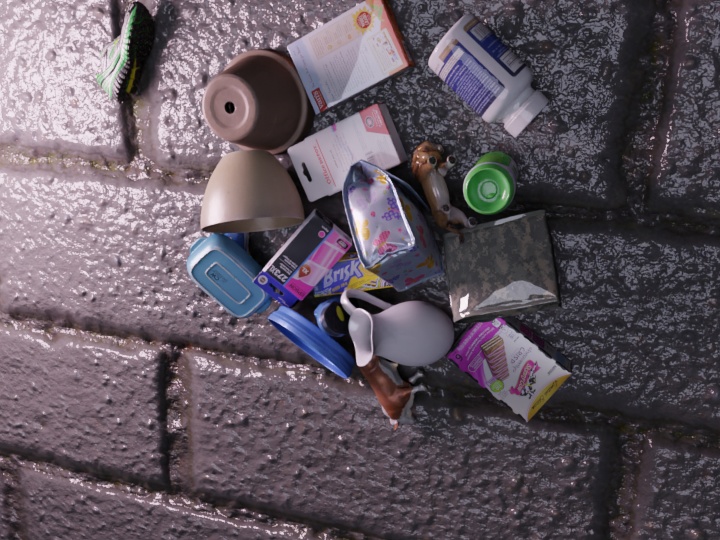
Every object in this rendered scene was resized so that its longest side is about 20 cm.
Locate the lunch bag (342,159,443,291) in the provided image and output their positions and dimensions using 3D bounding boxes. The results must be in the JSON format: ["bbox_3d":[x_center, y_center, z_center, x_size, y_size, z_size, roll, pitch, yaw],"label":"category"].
[{"bbox_3d":[0.056,-0.088,1.209,0.126,0.169,0.203,-26,64,16],"label":"lunch bag"}]

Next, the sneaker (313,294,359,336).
[{"bbox_3d":[-0.059,0.092,1.319,0.077,0.200,0.067,-21,95,14],"label":"sneaker"}]

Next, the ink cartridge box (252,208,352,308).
[{"bbox_3d":[-0.113,-0.014,1.313,0.094,0.037,0.200,38,110,-16],"label":"ink cartridge box"}]

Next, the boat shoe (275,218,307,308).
[{"bbox_3d":[-0.138,-0.023,1.383,0.074,0.075,0.205,28,112,14],"label":"boat shoe"}]

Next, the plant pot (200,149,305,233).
[{"bbox_3d":[-0.209,-0.152,1.302,0.197,0.200,0.137,-8,87,19],"label":"plant pot"}]

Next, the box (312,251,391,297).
[{"bbox_3d":[0.000,0.000,1.349,0.197,0.064,0.071,-8,103,20],"label":"box"}]

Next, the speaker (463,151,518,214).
[{"bbox_3d":[0.222,-0.150,1.158,0.087,0.200,0.090,4,107,14],"label":"speaker"}]

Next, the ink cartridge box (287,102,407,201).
[{"bbox_3d":[-0.025,-0.220,1.292,0.197,0.067,0.118,-21,98,20],"label":"ink cartridge box"}]

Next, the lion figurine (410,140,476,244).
[{"bbox_3d":[0.140,-0.137,1.217,0.071,0.122,0.204,-9,86,-14],"label":"lion figurine"}]

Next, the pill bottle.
[{"bbox_3d":[0.219,-0.324,1.160,0.200,0.111,0.111,44,113,2],"label":"pill bottle"}]

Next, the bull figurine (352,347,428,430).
[{"bbox_3d":[0.066,0.225,1.392,0.121,0.065,0.201,-35,95,19],"label":"bull figurine"}]

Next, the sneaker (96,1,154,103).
[{"bbox_3d":[-0.479,-0.442,1.369,0.085,0.078,0.202,33,113,7],"label":"sneaker"}]

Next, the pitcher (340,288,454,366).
[{"bbox_3d":[0.067,0.101,1.300,0.122,0.197,0.173,-60,41,37],"label":"pitcher"}]

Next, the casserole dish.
[{"bbox_3d":[-0.260,0.018,1.365,0.121,0.039,0.200,-40,108,17],"label":"casserole dish"}]

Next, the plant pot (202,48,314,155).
[{"bbox_3d":[-0.203,-0.303,1.268,0.197,0.175,0.204,5,108,16],"label":"plant pot"}]

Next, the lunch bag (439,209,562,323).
[{"bbox_3d":[0.247,0.000,1.220,0.197,0.117,0.167,-10,77,18],"label":"lunch bag"}]

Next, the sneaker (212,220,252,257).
[{"bbox_3d":[-0.273,-0.050,1.402,0.078,0.089,0.203,-9,102,35],"label":"sneaker"}]

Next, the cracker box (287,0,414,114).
[{"bbox_3d":[-0.018,-0.390,1.247,0.197,0.058,0.136,-21,97,21],"label":"cracker box"}]

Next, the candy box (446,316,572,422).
[{"bbox_3d":[0.282,0.171,1.308,0.199,0.061,0.137,37,112,4],"label":"candy box"}]

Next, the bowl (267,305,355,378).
[{"bbox_3d":[-0.094,0.140,1.360,0.199,0.201,0.040,36,77,6],"label":"bowl"}]
